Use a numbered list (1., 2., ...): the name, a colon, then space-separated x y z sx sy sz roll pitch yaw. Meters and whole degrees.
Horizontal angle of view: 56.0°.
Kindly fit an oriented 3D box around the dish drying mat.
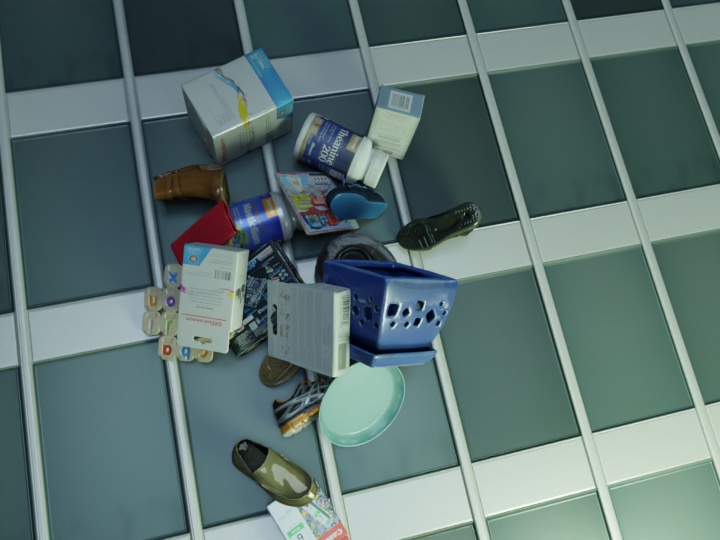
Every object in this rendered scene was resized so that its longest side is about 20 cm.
1. dish drying mat: -0.325 -0.066 1.405 0.018 0.199 0.077 -21 81 -51

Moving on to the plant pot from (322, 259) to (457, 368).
1. plant pot: 0.047 0.083 1.331 0.198 0.199 0.182 3 99 -40

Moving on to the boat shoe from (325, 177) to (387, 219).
1. boat shoe: -0.021 -0.152 1.481 0.084 0.199 0.069 -45 67 18

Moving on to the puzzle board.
1. puzzle board: -0.089 -0.151 1.466 0.017 0.199 0.152 -35 79 30

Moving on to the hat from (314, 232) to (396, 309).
1. hat: 0.000 0.000 1.473 0.198 0.081 0.203 2 74 -8

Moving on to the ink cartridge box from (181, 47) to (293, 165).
1. ink cartridge box: -0.270 -0.358 1.503 0.199 0.147 0.147 -30 80 -15

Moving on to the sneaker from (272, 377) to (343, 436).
1. sneaker: -0.092 0.256 1.395 0.199 0.078 0.078 -31 69 -17

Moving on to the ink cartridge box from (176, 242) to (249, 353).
1. ink cartridge box: -0.294 0.052 1.347 0.114 0.068 0.203 8 96 9

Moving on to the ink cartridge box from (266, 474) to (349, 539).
1. ink cartridge box: -0.088 0.518 1.332 0.108 0.050 0.201 -31 79 -15

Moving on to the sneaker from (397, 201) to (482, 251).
1. sneaker: 0.184 -0.094 1.535 0.198 0.114 0.077 -23 82 15

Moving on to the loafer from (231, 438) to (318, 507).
1. loafer: -0.174 0.391 1.317 0.198 0.068 0.076 21 59 20

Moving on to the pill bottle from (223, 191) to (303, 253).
1. pill bottle: -0.210 -0.104 1.458 0.198 0.112 0.113 -19 78 -11

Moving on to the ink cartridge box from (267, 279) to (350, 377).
1. ink cartridge box: -0.102 0.104 1.319 0.057 0.199 0.165 -6 101 -41

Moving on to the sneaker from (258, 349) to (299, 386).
1. sneaker: -0.131 0.155 1.428 0.071 0.112 0.200 41 103 3

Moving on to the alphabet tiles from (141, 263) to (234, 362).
1. alphabet tiles: -0.354 0.087 1.402 0.197 0.015 0.198 2 86 8

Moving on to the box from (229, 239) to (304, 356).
1. box: -0.216 0.058 1.414 0.199 0.046 0.160 -36 81 5

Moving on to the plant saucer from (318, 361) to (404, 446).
1. plant saucer: 0.000 0.263 1.372 0.198 0.027 0.202 -13 118 -27

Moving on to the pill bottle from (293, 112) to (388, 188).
1. pill bottle: -0.042 -0.264 1.525 0.198 0.111 0.112 25 73 0

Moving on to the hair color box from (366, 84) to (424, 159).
1. hair color box: 0.071 -0.326 1.510 0.098 0.200 0.061 13 72 -4

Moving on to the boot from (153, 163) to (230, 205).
1. boot: -0.359 -0.172 1.432 0.153 0.200 0.075 -12 113 -14
